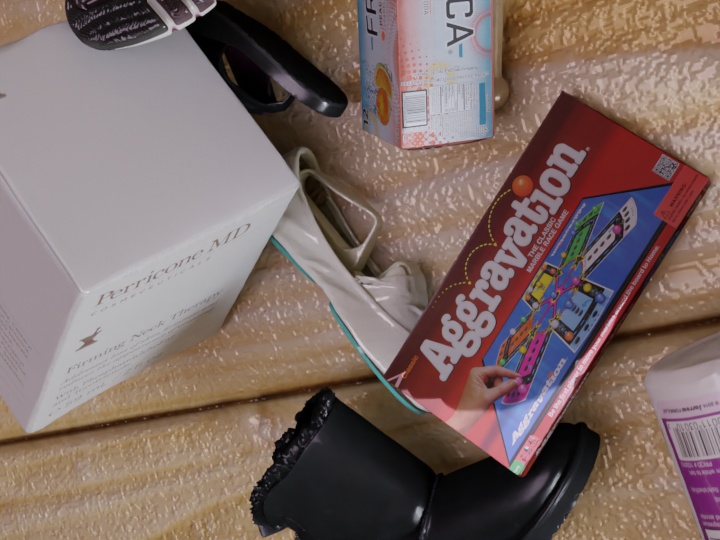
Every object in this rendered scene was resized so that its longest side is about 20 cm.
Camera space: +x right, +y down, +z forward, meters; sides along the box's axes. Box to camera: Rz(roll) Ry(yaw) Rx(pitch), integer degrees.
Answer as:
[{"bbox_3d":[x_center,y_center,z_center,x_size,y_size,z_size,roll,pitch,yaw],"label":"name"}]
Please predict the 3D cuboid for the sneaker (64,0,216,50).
[{"bbox_3d":[-0.080,-0.189,0.856,0.199,0.116,0.076,-35,77,3],"label":"sneaker"}]

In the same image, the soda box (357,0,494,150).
[{"bbox_3d":[0.036,-0.176,0.805,0.068,0.063,0.203,-142,47,-63],"label":"soda box"}]

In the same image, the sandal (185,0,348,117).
[{"bbox_3d":[-0.085,-0.141,0.906,0.200,0.075,0.048,37,106,29],"label":"sandal"}]

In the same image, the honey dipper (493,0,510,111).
[{"bbox_3d":[0.080,-0.195,0.819,0.038,0.038,0.203,8,109,29],"label":"honey dipper"}]

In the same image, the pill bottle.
[{"bbox_3d":[0.237,0.131,0.749,0.111,0.112,0.202,-20,91,33],"label":"pill bottle"}]

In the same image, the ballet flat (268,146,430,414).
[{"bbox_3d":[0.000,0.000,0.896,0.200,0.069,0.070,50,121,14],"label":"ballet flat"}]

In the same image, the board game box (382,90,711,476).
[{"bbox_3d":[0.107,0.007,0.812,0.102,0.019,0.201,33,94,21],"label":"board game box"}]

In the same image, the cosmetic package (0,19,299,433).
[{"bbox_3d":[-0.174,-0.035,0.891,0.167,0.166,0.200,53,145,13],"label":"cosmetic package"}]

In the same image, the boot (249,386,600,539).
[{"bbox_3d":[0.033,0.130,0.870,0.162,0.074,0.199,34,125,-4],"label":"boot"}]
